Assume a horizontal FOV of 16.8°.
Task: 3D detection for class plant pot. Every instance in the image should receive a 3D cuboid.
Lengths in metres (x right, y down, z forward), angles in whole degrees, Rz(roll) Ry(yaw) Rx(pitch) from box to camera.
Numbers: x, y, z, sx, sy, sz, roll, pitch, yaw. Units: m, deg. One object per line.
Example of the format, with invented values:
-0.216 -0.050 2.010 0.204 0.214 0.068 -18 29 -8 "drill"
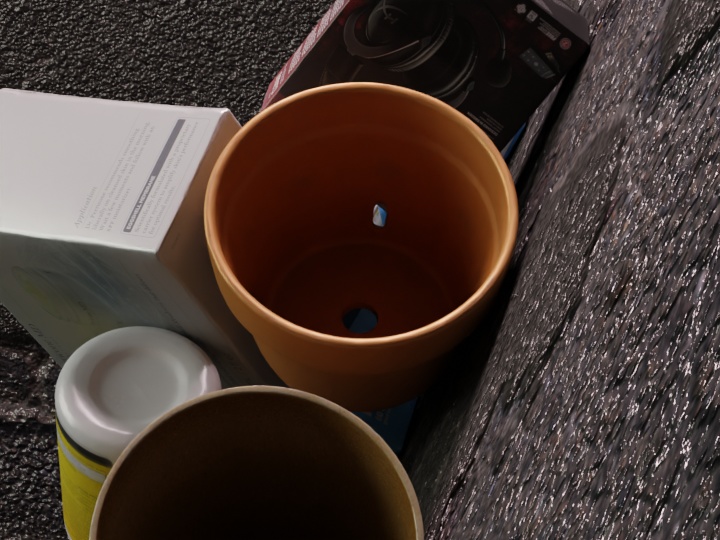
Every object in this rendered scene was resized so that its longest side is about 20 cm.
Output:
0.000 0.000 1.582 0.140 0.199 0.201 91 -163 -56 "plant pot"
-0.060 0.190 1.430 0.200 0.185 0.187 94 -164 -66 "plant pot"

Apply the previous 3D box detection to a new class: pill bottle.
-0.149 0.141 1.666 0.201 0.111 0.112 94 -169 -47 "pill bottle"

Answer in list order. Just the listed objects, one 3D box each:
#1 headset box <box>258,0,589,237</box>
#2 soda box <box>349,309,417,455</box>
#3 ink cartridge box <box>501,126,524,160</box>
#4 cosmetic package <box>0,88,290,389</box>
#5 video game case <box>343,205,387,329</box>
0.037 -0.132 1.662 0.200 0.149 0.077 -50 9 17 "headset box"
0.012 0.058 1.766 0.064 0.068 0.201 -55 12 47 "soda box"
0.073 -0.161 1.856 0.200 0.115 0.068 -72 9 -55 "ink cartridge box"
-0.153 -0.015 1.691 0.200 0.199 0.123 54 -127 -48 "cosmetic package"
-0.016 0.004 1.799 0.144 0.018 0.200 -59 10 12 "video game case"
